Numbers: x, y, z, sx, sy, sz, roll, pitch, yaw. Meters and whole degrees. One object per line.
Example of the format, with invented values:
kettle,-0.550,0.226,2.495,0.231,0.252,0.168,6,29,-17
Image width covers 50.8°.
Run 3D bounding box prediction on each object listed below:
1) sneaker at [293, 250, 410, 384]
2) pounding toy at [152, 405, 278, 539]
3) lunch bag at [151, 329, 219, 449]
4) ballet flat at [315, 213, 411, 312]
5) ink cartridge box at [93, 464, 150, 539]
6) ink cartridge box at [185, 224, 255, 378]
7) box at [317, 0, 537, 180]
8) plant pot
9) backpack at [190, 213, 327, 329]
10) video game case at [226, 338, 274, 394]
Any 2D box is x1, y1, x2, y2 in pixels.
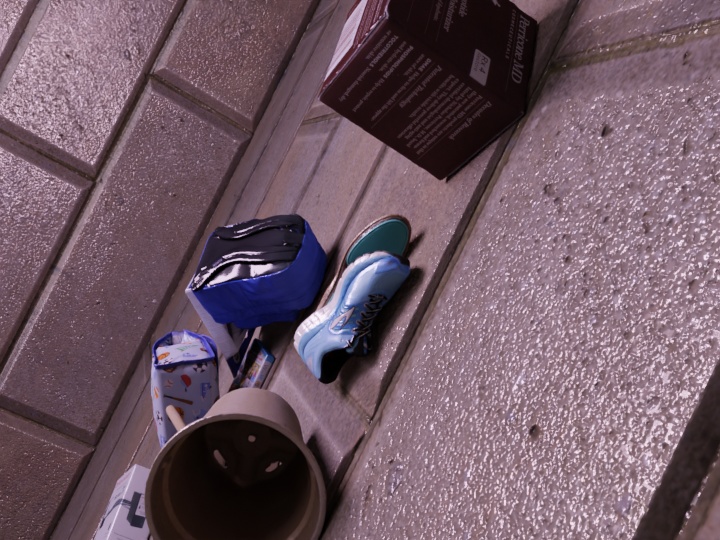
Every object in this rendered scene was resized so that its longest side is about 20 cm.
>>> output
sneaker,0.001,0.063,0.939,0.201,0.077,0.091,-51,45,24
pounding toy,-0.218,0.285,1.083,0.184,0.140,0.203,-40,29,48
lunch bag,-0.305,0.208,1.325,0.199,0.121,0.175,-157,64,-68
ballet flat,0.000,0.000,1.007,0.201,0.070,0.066,-53,10,20
ink cartridge box,-0.486,0.524,1.572,0.146,0.082,0.203,-41,27,46
ink cartridge box,-0.228,0.054,1.381,0.040,0.203,0.201,-11,32,19
box,0.082,-0.255,0.918,0.164,0.197,0.169,-37,31,51
plant pot,-0.136,0.233,0.902,0.203,0.198,0.184,-59,7,8
backpack,-0.152,0.000,1.269,0.196,0.169,0.165,-14,46,22
video game case,-0.217,0.228,1.353,0.203,0.018,0.143,-64,18,-2
